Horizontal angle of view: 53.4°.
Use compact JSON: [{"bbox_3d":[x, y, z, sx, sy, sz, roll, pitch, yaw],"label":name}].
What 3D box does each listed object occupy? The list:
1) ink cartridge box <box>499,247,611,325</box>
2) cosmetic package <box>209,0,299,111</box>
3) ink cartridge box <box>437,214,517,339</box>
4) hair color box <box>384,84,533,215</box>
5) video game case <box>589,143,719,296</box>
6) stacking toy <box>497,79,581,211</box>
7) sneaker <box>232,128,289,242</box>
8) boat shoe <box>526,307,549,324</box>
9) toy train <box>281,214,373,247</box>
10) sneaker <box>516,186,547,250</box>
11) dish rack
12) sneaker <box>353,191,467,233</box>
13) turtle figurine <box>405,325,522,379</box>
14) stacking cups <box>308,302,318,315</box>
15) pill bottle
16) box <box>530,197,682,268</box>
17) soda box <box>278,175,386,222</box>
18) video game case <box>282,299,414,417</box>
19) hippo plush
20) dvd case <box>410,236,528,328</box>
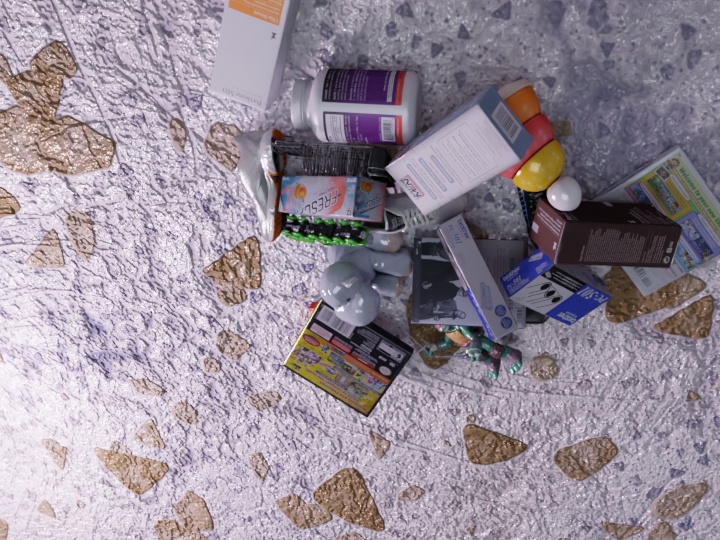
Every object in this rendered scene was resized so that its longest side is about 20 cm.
[{"bbox_3d":[0.328,0.029,1.194,0.199,0.045,0.094,22,128,-42],"label":"ink cartridge box"},{"bbox_3d":[-0.163,-0.367,1.118,0.100,0.072,0.202,19,122,1],"label":"cosmetic package"},{"bbox_3d":[0.189,0.012,1.173,0.044,0.094,0.202,-26,85,2],"label":"ink cartridge box"},{"bbox_3d":[0.138,-0.167,1.030,0.099,0.061,0.199,48,139,-13],"label":"hair color box"},{"bbox_3d":[0.491,-0.077,1.170,0.181,0.022,0.200,-35,106,27],"label":"video game case"},{"bbox_3d":[0.252,-0.166,1.065,0.146,0.146,0.201,-43,79,29],"label":"stacking toy"},{"bbox_3d":[-0.176,-0.150,1.254,0.090,0.076,0.203,7,113,17],"label":"sneaker"},{"bbox_3d":[0.243,0.066,1.281,0.197,0.068,0.073,13,120,3],"label":"boat shoe"},{"bbox_3d":[-0.056,-0.062,1.197,0.198,0.042,0.056,9,166,43],"label":"toy train"},{"bbox_3d":[0.293,-0.114,1.159,0.069,0.078,0.202,-15,116,20],"label":"sneaker"},{"bbox_3d":[-0.043,-0.176,1.158,0.196,0.153,0.056,6,89,8],"label":"dish rack"},{"bbox_3d":[0.085,-0.096,1.201,0.197,0.081,0.078,-10,113,0],"label":"sneaker"},{"bbox_3d":[0.190,0.132,1.302,0.198,0.149,0.102,27,80,-18],"label":"turtle figurine"},{"bbox_3d":[-0.045,0.148,1.403,0.060,0.061,0.203,-12,111,19],"label":"stacking cups"},{"bbox_3d":[-0.005,-0.257,1.123,0.196,0.113,0.114,5,121,10],"label":"pill bottle"},{"bbox_3d":[0.374,-0.058,1.099,0.196,0.100,0.076,0,116,-12],"label":"box"},{"bbox_3d":[-0.049,-0.119,1.172,0.198,0.068,0.065,8,91,48],"label":"soda box"},{"bbox_3d":[-0.026,0.164,1.356,0.198,0.026,0.182,31,119,-2],"label":"video game case"},{"bbox_3d":[0.000,0.000,1.240,0.158,0.161,0.201,-29,110,26],"label":"hippo plush"},{"bbox_3d":[0.188,0.020,1.240,0.196,0.025,0.153,2,88,6],"label":"dvd case"}]
